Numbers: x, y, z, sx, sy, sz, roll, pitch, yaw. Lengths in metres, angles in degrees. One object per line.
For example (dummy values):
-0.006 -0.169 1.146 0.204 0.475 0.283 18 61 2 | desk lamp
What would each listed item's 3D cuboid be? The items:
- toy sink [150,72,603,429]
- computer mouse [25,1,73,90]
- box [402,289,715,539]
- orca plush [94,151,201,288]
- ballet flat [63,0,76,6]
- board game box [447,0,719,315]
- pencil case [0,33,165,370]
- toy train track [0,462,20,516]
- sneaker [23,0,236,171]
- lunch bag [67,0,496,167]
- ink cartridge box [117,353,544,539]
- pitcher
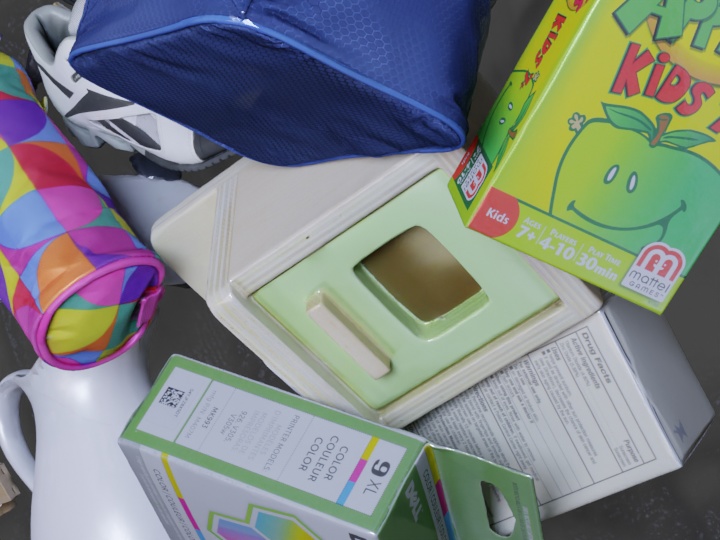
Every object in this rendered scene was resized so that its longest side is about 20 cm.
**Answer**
0.000 0.000 0.759 0.199 0.112 0.130 -32 122 22 | toy sink
-0.228 -0.177 0.873 0.140 0.046 0.201 15 108 -21 | computer mouse
0.075 0.086 0.804 0.199 0.078 0.095 -26 91 29 | box
-0.156 -0.007 0.894 0.199 0.106 0.071 -8 143 -3 | orca plush
-0.087 -0.172 0.830 0.199 0.057 0.067 -9 98 27 | ballet flat
0.129 -0.091 0.626 0.101 0.048 0.201 23 111 -17 | board game box
-0.178 -0.039 0.824 0.089 0.088 0.200 -54 55 27 | pencil case
-0.298 0.163 1.041 0.199 0.033 0.115 -22 99 35 | toy train track
-0.115 -0.109 0.811 0.199 0.074 0.089 7 140 42 | sneaker
-0.030 -0.131 0.660 0.200 0.135 0.133 2 72 55 | lunch bag
-0.012 0.118 0.749 0.199 0.059 0.104 16 147 23 | ink cartridge box
-0.158 0.142 0.925 0.171 0.121 0.201 -25 80 48 | pitcher
